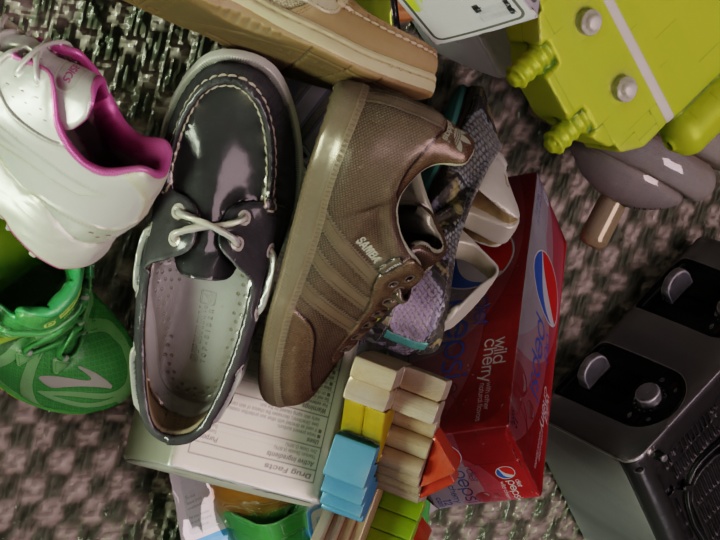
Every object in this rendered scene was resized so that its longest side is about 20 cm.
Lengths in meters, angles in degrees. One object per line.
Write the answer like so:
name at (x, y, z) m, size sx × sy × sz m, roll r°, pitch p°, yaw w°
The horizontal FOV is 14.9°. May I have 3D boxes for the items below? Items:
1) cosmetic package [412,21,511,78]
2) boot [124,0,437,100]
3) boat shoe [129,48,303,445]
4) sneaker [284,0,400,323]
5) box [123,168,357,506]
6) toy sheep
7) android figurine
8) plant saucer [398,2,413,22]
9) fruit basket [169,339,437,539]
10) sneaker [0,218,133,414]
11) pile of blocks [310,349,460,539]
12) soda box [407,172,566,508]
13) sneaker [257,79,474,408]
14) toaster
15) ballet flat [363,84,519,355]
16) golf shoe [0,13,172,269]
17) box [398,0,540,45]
cosmetic package at (0.101, -0.217, 1.552) m, size 0.200 × 0.074 × 0.102 m, roll -49°, pitch 134°, yaw -13°
boot at (-0.032, -0.179, 1.321) m, size 0.199 × 0.073 × 0.156 m, roll 23°, pitch 77°, yaw -21°
boat shoe at (-0.075, -0.008, 1.337) m, size 0.060 × 0.074 × 0.201 m, roll -74°, pitch 180°, yaw -62°
sneaker at (-0.013, -0.070, 1.411) m, size 0.081 × 0.074 × 0.201 m, roll -6°, pitch 98°, yaw 3°
box at (-0.052, 0.017, 1.465) m, size 0.095 × 0.078 × 0.201 m, roll 17°, pitch 83°, yaw -23°
toy sheep at (0.176, -0.106, 1.628) m, size 0.138 × 0.138 × 0.201 m, roll 20°, pitch 98°, yaw -46°
android figurine at (0.155, -0.147, 1.513) m, size 0.200 × 0.041 × 0.182 m, roll -43°, pitch 120°, yaw -23°
plant saucer at (0.018, -0.230, 1.439) m, size 0.199 × 0.037 × 0.201 m, roll -2°, pitch 95°, yaw -24°
fruit basket at (-0.030, 0.079, 1.557) m, size 0.185 × 0.094 × 0.201 m, roll -23°, pitch 120°, yaw -33°
sneaker at (-0.170, 0.017, 1.401) m, size 0.074 × 0.083 × 0.200 m, roll -51°, pitch 136°, yaw -12°
pile of blocks at (0.016, 0.117, 1.450) m, size 0.200 × 0.062 × 0.082 m, roll 94°, pitch 18°, yaw -57°
soda box at (0.072, 0.038, 1.573) m, size 0.201 × 0.070 × 0.064 m, roll -80°, pitch 153°, yaw -43°
sneaker at (0.000, 0.000, 1.348) m, size 0.071 × 0.075 × 0.201 m, roll -71°, pitch 177°, yaw -47°
toaster at (0.225, 0.103, 1.789) m, size 0.181 × 0.118 × 0.200 m, roll -45°, pitch 133°, yaw -17°
ballet flat at (0.051, -0.023, 1.548) m, size 0.201 × 0.072 × 0.072 m, roll -64°, pitch 146°, yaw -43°
golf shoe at (-0.169, -0.095, 1.302) m, size 0.200 × 0.091 × 0.075 m, roll 46°, pitch 41°, yaw -15°
box at (0.046, -0.224, 1.333) m, size 0.117 × 0.060 × 0.201 m, roll 45°, pitch 43°, yaw -42°
